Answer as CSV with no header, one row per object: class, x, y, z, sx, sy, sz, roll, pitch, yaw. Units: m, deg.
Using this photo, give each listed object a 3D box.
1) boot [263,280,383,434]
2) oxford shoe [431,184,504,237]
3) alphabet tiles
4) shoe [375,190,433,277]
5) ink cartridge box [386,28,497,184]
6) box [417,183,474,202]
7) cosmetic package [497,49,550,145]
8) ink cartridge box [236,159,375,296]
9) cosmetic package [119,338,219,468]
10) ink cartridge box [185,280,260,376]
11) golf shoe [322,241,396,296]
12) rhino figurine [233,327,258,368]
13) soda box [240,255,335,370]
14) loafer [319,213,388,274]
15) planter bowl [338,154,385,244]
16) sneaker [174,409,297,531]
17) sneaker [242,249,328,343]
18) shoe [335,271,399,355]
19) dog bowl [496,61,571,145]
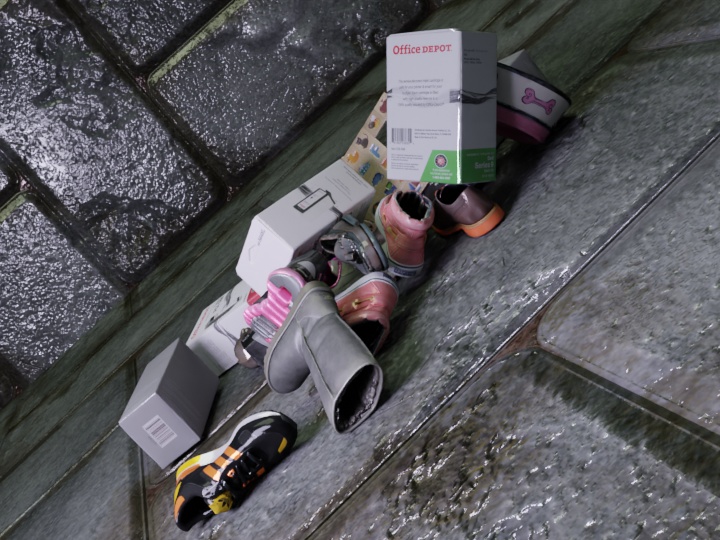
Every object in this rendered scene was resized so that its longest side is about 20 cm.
boot,-0.046,0.130,1.169,0.200,0.072,0.183,53,132,47
oxford shoe,0.135,-0.097,1.364,0.071,0.073,0.200,-45,16,-12
alphabet tiles,0.037,-0.157,1.529,0.008,0.167,0.201,9,-60,-53
shoe,0.067,-0.081,1.373,0.201,0.071,0.092,-93,15,-58
ink cartridge box,0.111,-0.225,1.318,0.083,0.203,0.145,-9,13,-41
box,0.122,-0.182,1.520,0.143,0.036,0.202,-41,38,35
cosmetic package,0.218,-0.274,1.626,0.200,0.090,0.107,-50,18,-19
ink cartridge box,-0.084,-0.058,1.467,0.200,0.084,0.147,-39,-16,-38
cosmetic package,-0.299,0.205,1.517,0.090,0.107,0.200,-39,14,11
ink cartridge box,-0.202,0.080,1.688,0.199,0.083,0.147,-36,17,19
golf shoe,0.000,0.000,1.402,0.200,0.092,0.075,-48,15,-28
rhino figurine,-0.125,0.085,1.533,0.199,0.060,0.087,-39,12,5
soda box,-0.087,0.070,1.458,0.200,0.071,0.063,-44,15,-6
loafer,-0.011,-0.028,1.320,0.062,0.072,0.200,-28,16,-5
planter bowl,0.008,-0.133,1.659,0.200,0.135,0.201,-37,16,13
sneaker,-0.151,0.250,1.160,0.199,0.070,0.091,-35,31,25
sneaker,-0.099,0.035,1.342,0.096,0.079,0.200,-51,2,-36
shoe,-0.029,0.086,1.271,0.200,0.071,0.091,-38,22,33
dog bowl,0.204,-0.248,1.408,0.200,0.198,0.075,-149,80,-74
